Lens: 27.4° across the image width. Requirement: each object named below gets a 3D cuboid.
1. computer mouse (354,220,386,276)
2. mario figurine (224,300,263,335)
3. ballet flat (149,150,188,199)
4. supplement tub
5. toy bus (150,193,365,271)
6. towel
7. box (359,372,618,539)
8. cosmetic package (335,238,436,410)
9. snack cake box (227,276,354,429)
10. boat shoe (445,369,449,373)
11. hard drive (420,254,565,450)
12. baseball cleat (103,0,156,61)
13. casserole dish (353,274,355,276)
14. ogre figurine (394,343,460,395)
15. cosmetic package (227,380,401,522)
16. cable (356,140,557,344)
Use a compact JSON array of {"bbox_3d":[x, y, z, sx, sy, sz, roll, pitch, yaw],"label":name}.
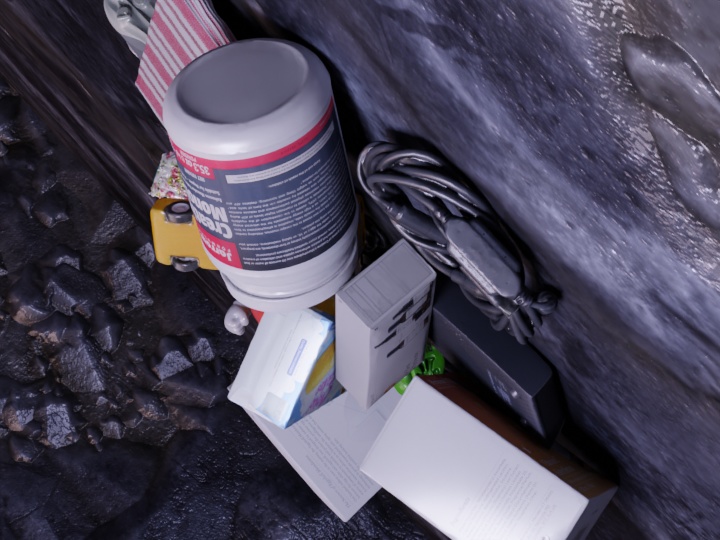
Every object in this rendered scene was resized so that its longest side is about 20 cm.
[{"bbox_3d":[0.000,0.000,1.575,0.140,0.046,0.201,38,166,41],"label":"computer mouse"},{"bbox_3d":[-0.086,0.031,1.729,0.106,0.124,0.200,36,-162,-10],"label":"mario figurine"},{"bbox_3d":[-0.142,-0.049,1.582,0.199,0.064,0.076,40,179,-1],"label":"ballet flat"},{"bbox_3d":[-0.077,-0.078,1.239,0.140,0.140,0.201,39,153,41],"label":"supplement tub"},{"bbox_3d":[-0.100,-0.040,1.438,0.198,0.079,0.066,5,124,14],"label":"toy bus"},{"bbox_3d":[-0.146,-0.172,1.366,0.147,0.030,0.200,55,152,12],"label":"towel"},{"bbox_3d":[0.124,0.196,1.408,0.199,0.107,0.152,35,-171,17],"label":"box"},{"bbox_3d":[0.021,0.054,1.357,0.051,0.082,0.200,47,163,19],"label":"cosmetic package"},{"bbox_3d":[-0.046,0.073,1.442,0.067,0.116,0.200,26,-167,13],"label":"snack cake box"},{"bbox_3d":[0.136,0.185,1.683,0.200,0.071,0.070,43,-163,8],"label":"boat shoe"},{"bbox_3d":[0.111,0.072,1.386,0.200,0.042,0.135,42,168,31],"label":"hard drive"},{"bbox_3d":[-0.191,-0.219,1.542,0.201,0.069,0.107,55,180,20],"label":"baseball cleat"},{"bbox_3d":[-0.005,0.038,1.662,0.201,0.039,0.121,53,-171,-30],"label":"casserole dish"},{"bbox_3d":[0.089,0.140,1.568,0.198,0.099,0.120,26,164,-4],"label":"ogre figurine"},{"bbox_3d":[-0.023,0.164,1.854,0.200,0.200,0.123,52,169,-19],"label":"cosmetic package"},{"bbox_3d":[0.075,-0.028,1.179,0.200,0.051,0.163,45,175,6],"label":"cable"}]
